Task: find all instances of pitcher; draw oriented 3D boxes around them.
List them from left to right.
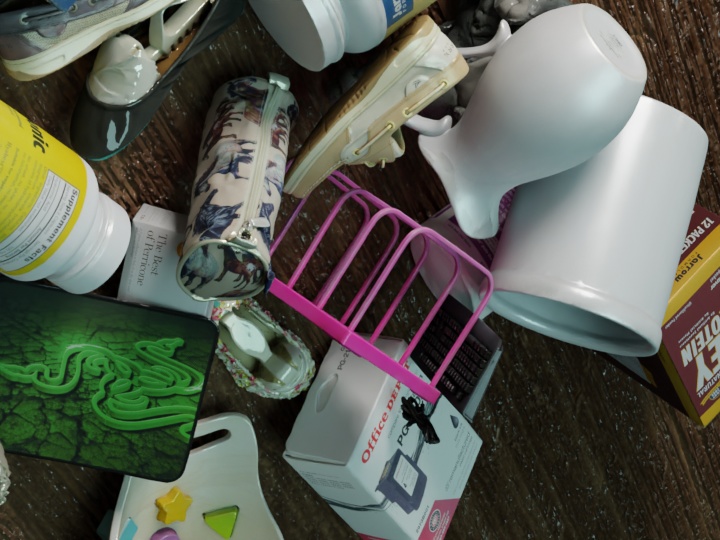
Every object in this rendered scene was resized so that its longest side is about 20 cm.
[{"bbox_3d":[0.127,-0.150,1.333,0.200,0.172,0.121,-40,-178,31],"label":"pitcher"}]

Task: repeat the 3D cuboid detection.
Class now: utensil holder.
[{"bbox_3d":[0.216,-0.045,1.428,0.169,0.169,0.202,28,76,-44],"label":"utensil holder"}]

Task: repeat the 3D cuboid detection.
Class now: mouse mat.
[{"bbox_3d":[-0.231,0.096,1.340,0.197,0.008,0.163,11,110,-13],"label":"mouse mat"}]

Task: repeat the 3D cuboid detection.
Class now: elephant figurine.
[{"bbox_3d":[0.096,-0.190,1.434,0.201,0.155,0.141,-52,169,13],"label":"elephant figurine"}]

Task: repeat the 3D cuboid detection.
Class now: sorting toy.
[{"bbox_3d":[-0.165,0.223,1.472,0.198,0.106,0.182,-1,108,-37],"label":"sorting toy"}]

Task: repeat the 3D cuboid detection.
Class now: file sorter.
[{"bbox_3d":[0.000,0.000,1.401,0.139,0.199,0.126,35,88,-44],"label":"file sorter"}]

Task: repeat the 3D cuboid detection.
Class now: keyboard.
[{"bbox_3d":[0.074,0.096,1.422,0.020,0.200,0.128,21,96,-14],"label":"keyboard"}]

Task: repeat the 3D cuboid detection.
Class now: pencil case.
[{"bbox_3d":[-0.097,-0.071,1.296,0.077,0.202,0.089,32,136,-29],"label":"pencil case"}]

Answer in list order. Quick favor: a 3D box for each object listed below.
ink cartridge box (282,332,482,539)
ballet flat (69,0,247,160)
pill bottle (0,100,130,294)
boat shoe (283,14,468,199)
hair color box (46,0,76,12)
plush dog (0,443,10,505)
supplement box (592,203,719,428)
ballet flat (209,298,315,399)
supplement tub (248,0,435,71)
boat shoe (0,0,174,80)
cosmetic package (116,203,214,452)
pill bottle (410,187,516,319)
[{"bbox_3d":[0.026,0.176,1.567,0.200,0.084,0.146,52,54,-43],"label":"ink cartridge box"},{"bbox_3d":[-0.168,-0.179,1.246,0.201,0.068,0.069,-53,158,-18],"label":"ballet flat"},{"bbox_3d":[-0.272,-0.060,1.210,0.112,0.111,0.200,-53,135,-1],"label":"pill bottle"},{"bbox_3d":[0.012,-0.121,1.321,0.069,0.074,0.200,39,119,-12],"label":"boat shoe"},{"bbox_3d":[-0.188,-0.294,1.150,0.200,0.100,0.061,-48,135,-5],"label":"hair color box"},{"bbox_3d":[-0.382,0.120,1.231,0.170,0.160,0.202,-26,101,-6],"label":"plush dog"},{"bbox_3d":[0.311,0.021,1.655,0.133,0.200,0.198,-44,134,-9],"label":"supplement box"},{"bbox_3d":[-0.096,0.075,1.459,0.076,0.064,0.200,-51,135,-3],"label":"ballet flat"},{"bbox_3d":[0.009,-0.270,1.288,0.199,0.144,0.145,-38,132,-15],"label":"supplement tub"},{"bbox_3d":[-0.197,-0.224,1.205,0.199,0.072,0.065,-35,137,-9],"label":"boat shoe"},{"bbox_3d":[-0.174,0.052,1.366,0.081,0.051,0.202,13,110,-1],"label":"cosmetic package"},{"bbox_3d":[0.156,-0.047,1.555,0.199,0.112,0.113,-35,131,-17],"label":"pill bottle"}]
